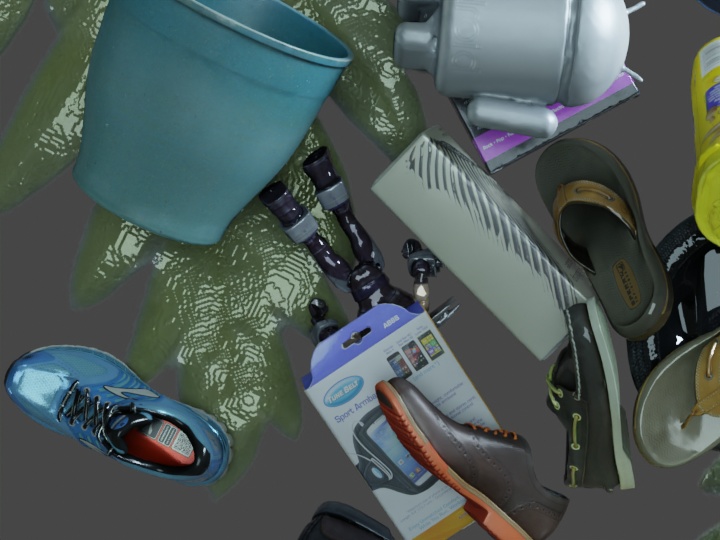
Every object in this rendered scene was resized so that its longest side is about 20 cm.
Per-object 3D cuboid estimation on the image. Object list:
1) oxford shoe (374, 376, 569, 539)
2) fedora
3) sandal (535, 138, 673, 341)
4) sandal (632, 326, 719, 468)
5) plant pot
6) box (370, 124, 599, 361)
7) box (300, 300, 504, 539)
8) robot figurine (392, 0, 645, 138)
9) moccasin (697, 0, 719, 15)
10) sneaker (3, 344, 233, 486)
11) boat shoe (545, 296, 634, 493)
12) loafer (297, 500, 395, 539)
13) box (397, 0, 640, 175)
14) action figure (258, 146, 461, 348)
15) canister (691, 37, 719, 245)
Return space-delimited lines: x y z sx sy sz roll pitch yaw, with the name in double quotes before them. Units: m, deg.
"oxford shoe" 0.088 0.144 1.461 0.073 0.071 0.200 -45 114 -5
"fedora" 0.303 0.043 1.490 0.199 0.092 0.202 0 94 3
"sandal" 0.185 -0.030 1.466 0.082 0.054 0.201 -45 47 35
"sandal" 0.295 0.079 1.418 0.199 0.054 0.081 -34 92 5
"plant pot" -0.133 -0.131 1.468 0.199 0.200 0.189 27 105 2
"box" 0.104 -0.024 1.499 0.200 0.082 0.068 45 105 1
"box" 0.041 0.121 1.498 0.119 0.041 0.201 -33 104 1
"robot figurine" 0.126 -0.189 1.456 0.198 0.113 0.171 4 82 1
"moccasin" 0.375 -0.240 1.506 0.198 0.068 0.081 3 89 2
"sneaker" -0.199 0.116 1.506 0.199 0.090 0.079 21 89 3
"boat shoe" 0.178 0.105 1.462 0.060 0.072 0.202 -8 131 9
"loafer" 0.036 0.260 1.486 0.199 0.072 0.063 26 45 18
"box" 0.124 -0.201 1.531 0.142 0.036 0.201 -27 89 0
"action figure" 0.000 0.000 1.515 0.130 0.069 0.201 -34 103 -6
"canister" 0.332 -0.103 1.429 0.147 0.200 0.087 4 124 5
